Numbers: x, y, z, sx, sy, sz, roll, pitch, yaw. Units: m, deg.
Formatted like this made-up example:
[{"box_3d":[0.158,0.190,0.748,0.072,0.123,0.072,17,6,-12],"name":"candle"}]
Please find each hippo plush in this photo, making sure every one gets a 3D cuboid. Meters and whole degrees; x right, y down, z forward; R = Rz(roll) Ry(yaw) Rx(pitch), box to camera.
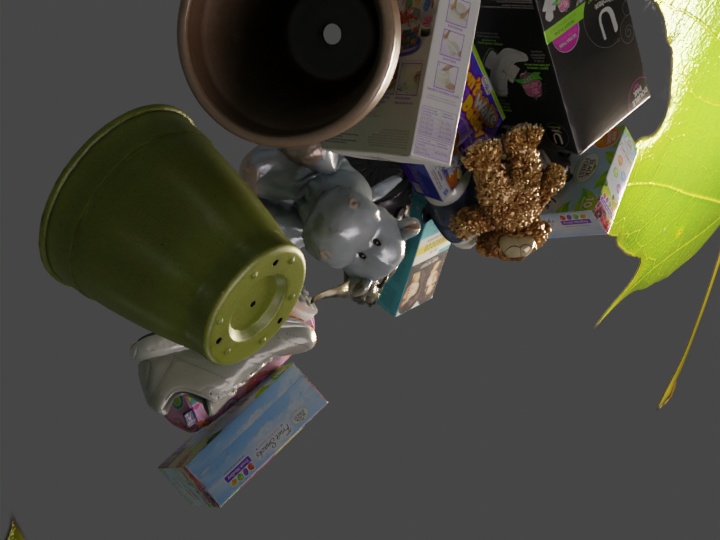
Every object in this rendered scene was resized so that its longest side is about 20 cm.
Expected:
[{"box_3d":[-0.033,-0.040,1.601,0.159,0.161,0.200,-45,137,11],"name":"hippo plush"}]

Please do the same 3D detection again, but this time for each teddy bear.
[{"box_3d":[0.172,-0.082,1.776,0.144,0.067,0.202,-14,132,-28],"name":"teddy bear"}]

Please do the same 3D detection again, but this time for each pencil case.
[{"box_3d":[-0.143,0.095,1.721,0.199,0.087,0.088,-37,150,-28],"name":"pencil case"}]

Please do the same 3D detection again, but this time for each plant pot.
[{"box_3d":[-0.158,-0.018,1.426,0.200,0.192,0.201,-40,152,-27],"name":"plant pot"},{"box_3d":[-0.046,-0.218,1.409,0.201,0.199,0.175,-61,171,16],"name":"plant pot"}]

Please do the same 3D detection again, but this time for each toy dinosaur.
[{"box_3d":[0.000,0.000,1.755,0.200,0.047,0.089,5,105,-71],"name":"toy dinosaur"}]

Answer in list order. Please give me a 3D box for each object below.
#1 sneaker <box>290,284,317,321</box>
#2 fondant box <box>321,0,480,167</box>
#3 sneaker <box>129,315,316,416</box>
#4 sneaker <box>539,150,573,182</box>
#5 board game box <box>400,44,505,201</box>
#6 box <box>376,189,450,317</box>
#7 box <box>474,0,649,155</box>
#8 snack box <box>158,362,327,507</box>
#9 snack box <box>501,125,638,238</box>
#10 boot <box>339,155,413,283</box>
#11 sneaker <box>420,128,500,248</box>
[{"box_3d":[-0.128,0.022,1.653,0.199,0.077,0.081,25,109,-45],"name":"sneaker"},{"box_3d":[0.041,-0.208,1.504,0.058,0.144,0.202,9,91,-39],"name":"fondant box"},{"box_3d":[-0.140,0.106,1.638,0.198,0.093,0.076,-10,164,-11],"name":"sneaker"},{"box_3d":[0.227,-0.177,1.916,0.074,0.086,0.202,72,17,-53],"name":"sneaker"},{"box_3d":[0.080,-0.193,1.711,0.135,0.045,0.201,-53,140,-19],"name":"board game box"},{"box_3d":[0.077,-0.043,1.965,0.082,0.049,0.201,-26,143,-44],"name":"box"},{"box_3d":[0.226,-0.258,1.777,0.148,0.124,0.202,-37,121,-31],"name":"box"},{"box_3d":[-0.137,0.189,1.757,0.169,0.068,0.200,-43,-174,-16],"name":"snack box"},{"box_3d":[0.237,-0.108,1.949,0.053,0.198,0.143,50,51,-37],"name":"snack box"},{"box_3d":[0.005,-0.055,1.822,0.164,0.066,0.201,-32,152,-35],"name":"boot"},{"box_3d":[0.139,-0.125,1.873,0.201,0.080,0.147,-67,149,-25],"name":"sneaker"}]
